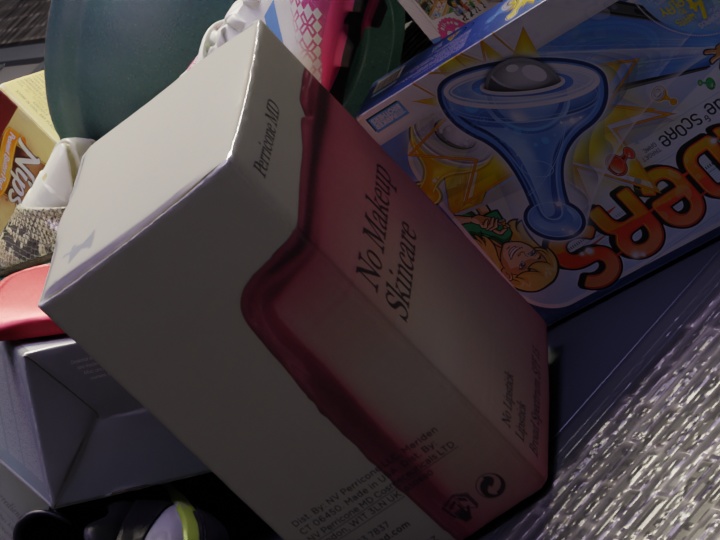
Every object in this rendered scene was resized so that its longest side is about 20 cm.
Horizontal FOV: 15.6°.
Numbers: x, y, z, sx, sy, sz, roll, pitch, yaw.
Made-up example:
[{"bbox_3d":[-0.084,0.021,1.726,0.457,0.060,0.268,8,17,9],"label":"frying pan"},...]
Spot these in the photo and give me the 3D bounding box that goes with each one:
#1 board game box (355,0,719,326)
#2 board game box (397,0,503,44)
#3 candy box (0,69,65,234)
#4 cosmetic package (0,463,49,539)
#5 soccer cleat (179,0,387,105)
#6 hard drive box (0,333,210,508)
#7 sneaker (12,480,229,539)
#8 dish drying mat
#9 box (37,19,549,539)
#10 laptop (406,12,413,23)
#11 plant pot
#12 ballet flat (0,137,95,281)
[{"bbox_3d":[0.115,-0.070,1.138,0.200,0.135,0.035,-31,20,33],"label":"board game box"},{"bbox_3d":[0.095,-0.133,1.215,0.147,0.200,0.064,-16,30,53],"label":"board game box"},{"bbox_3d":[-0.159,-0.072,1.544,0.116,0.055,0.200,-53,-14,32],"label":"candy box"},{"bbox_3d":[-0.198,0.131,1.427,0.200,0.071,0.101,-52,20,-27],"label":"cosmetic package"},{"bbox_3d":[-0.037,-0.105,1.176,0.070,0.086,0.201,-29,-47,-72],"label":"soccer cleat"},{"bbox_3d":[-0.105,0.048,1.299,0.155,0.077,0.200,-12,9,-16],"label":"hard drive box"},{"bbox_3d":[-0.127,0.120,1.252,0.200,0.082,0.072,7,84,67],"label":"sneaker"},{"bbox_3d":[-0.076,0.004,1.219,0.199,0.018,0.077,-7,19,8],"label":"dish drying mat"},{"bbox_3d":[-0.022,0.018,1.105,0.109,0.200,0.128,-35,24,23],"label":"box"},{"bbox_3d":[0.007,-0.200,1.622,0.177,0.104,0.200,-24,10,-26],"label":"laptop"},{"bbox_3d":[-0.059,-0.130,1.433,0.134,0.201,0.201,20,55,24],"label":"plant pot"},{"bbox_3d":[-0.121,-0.040,1.381,0.199,0.076,0.068,-6,13,34],"label":"ballet flat"}]
